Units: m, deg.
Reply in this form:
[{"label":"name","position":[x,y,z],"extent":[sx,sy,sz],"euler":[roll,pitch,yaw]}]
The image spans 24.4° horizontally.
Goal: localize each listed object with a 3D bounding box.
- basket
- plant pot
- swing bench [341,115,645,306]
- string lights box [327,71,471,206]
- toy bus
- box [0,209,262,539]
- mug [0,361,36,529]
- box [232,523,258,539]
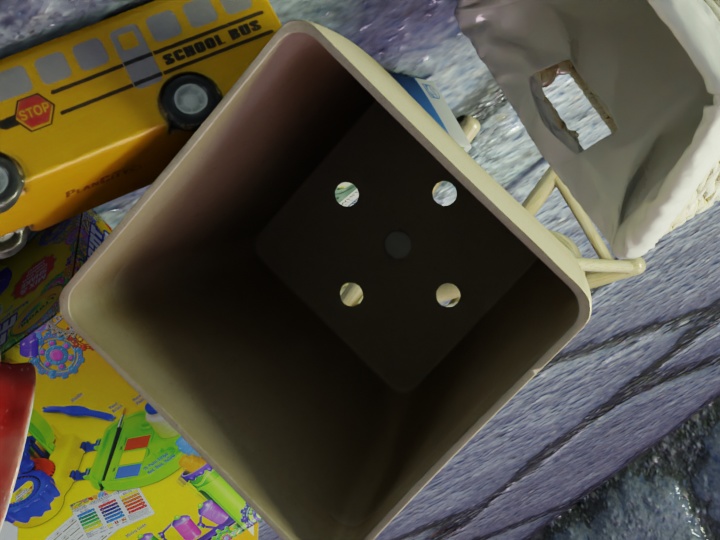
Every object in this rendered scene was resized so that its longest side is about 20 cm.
[{"label":"basket","position":[0.179,-0.152,0.936],"extent":[0.160,0.199,0.200],"euler":[-28,162,-17]},{"label":"plant pot","position":[0.000,0.000,0.886],"extent":[0.200,0.200,0.177],"euler":[-47,176,19]},{"label":"swing bench","position":[0.083,-0.002,1.301],"extent":[0.200,0.130,0.198],"euler":[-37,161,24]},{"label":"string lights box","position":[-0.027,-0.077,1.039],"extent":[0.103,0.059,0.199],"euler":[-39,160,26]},{"label":"toy bus","position":[-0.132,-0.078,0.845],"extent":[0.199,0.079,0.065],"euler":[-24,163,-16]},{"label":"box","position":[-0.187,0.104,1.032],"extent":[0.199,0.122,0.193],"euler":[-33,118,15]},{"label":"mug","position":[-0.276,0.067,0.856],"extent":[0.198,0.134,0.179],"euler":[18,108,-16]},{"label":"box","position":[-0.154,0.221,1.071],"extent":[0.199,0.119,0.042],"euler":[-31,120,16]}]
